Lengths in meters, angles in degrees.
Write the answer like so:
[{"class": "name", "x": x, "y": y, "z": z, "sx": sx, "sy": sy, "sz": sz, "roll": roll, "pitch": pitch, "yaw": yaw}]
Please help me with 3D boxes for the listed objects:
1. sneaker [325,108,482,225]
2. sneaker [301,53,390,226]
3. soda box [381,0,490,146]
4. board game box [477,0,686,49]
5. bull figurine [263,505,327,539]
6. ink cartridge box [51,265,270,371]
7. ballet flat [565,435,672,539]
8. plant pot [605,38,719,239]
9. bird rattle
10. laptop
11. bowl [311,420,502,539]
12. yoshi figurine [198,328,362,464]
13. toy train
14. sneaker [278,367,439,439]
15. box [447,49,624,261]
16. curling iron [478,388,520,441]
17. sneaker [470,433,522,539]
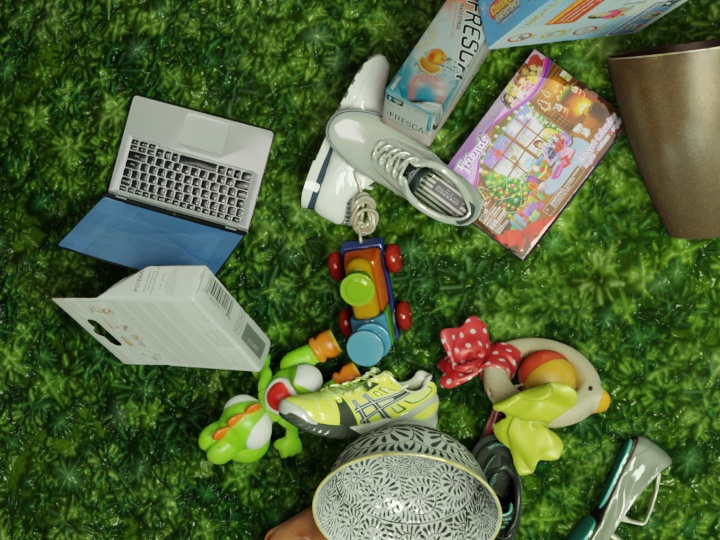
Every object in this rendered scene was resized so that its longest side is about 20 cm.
[{"class": "sneaker", "x": 0.050, "y": -0.118, "z": 1.332, "sx": 0.199, "sy": 0.071, "sz": 0.073, "roll": 30, "pitch": 95, "yaw": 2}, {"class": "sneaker", "x": -0.001, "y": -0.152, "z": 1.400, "sx": 0.080, "sy": 0.076, "sz": 0.201, "roll": 23, "pitch": 99, "yaw": 1}, {"class": "soda box", "x": 0.099, "y": -0.239, "z": 1.339, "sx": 0.063, "sy": 0.068, "sz": 0.200, "roll": 27, "pitch": 65, "yaw": 10}, {"class": "board game box", "x": 0.252, "y": -0.297, "z": 1.254, "sx": 0.195, "sy": 0.200, "sz": 0.056, "roll": -10, "pitch": 85, "yaw": -20}, {"class": "bull figurine", "x": -0.012, "y": 0.296, "z": 1.384, "sx": 0.199, "sy": 0.065, "sz": 0.122, "roll": -32, "pitch": 81, "yaw": 6}, {"class": "ink cartridge box", "x": -0.225, "y": 0.055, "z": 1.377, "sx": 0.199, "sy": 0.163, "sz": 0.057, "roll": 4, "pitch": 59, "yaw": 30}, {"class": "ballet flat", "x": 0.279, "y": 0.280, "z": 1.334, "sx": 0.063, "sy": 0.067, "sz": 0.201, "roll": 30, "pitch": 94, "yaw": 3}, {"class": "plant pot", "x": 0.367, "y": -0.141, "z": 1.289, "sx": 0.186, "sy": 0.187, "sz": 0.201, "roll": -6, "pitch": 102, "yaw": 10}, {"class": "bird rattle", "x": 0.181, "y": 0.126, "z": 1.329, "sx": 0.162, "sy": 0.200, "sz": 0.113, "roll": -8, "pitch": 120, "yaw": -22}, {"class": "laptop", "x": -0.224, "y": -0.097, "z": 1.409, "sx": 0.186, "sy": 0.116, "sz": 0.201, "roll": 16, "pitch": 91, "yaw": 10}, {"class": "bowl", "x": 0.052, "y": 0.224, "z": 1.290, "sx": 0.199, "sy": 0.094, "sz": 0.201, "roll": 3, "pitch": 133, "yaw": 4}, {"class": "yoshi figurine", "x": -0.096, "y": 0.158, "z": 1.405, "sx": 0.199, "sy": 0.112, "sz": 0.112, "roll": -33, "pitch": 124, "yaw": -6}, {"class": "toy train", "x": 0.000, "y": 0.000, "z": 1.344, "sx": 0.084, "sy": 0.116, "sz": 0.201, "roll": -8, "pitch": 107, "yaw": 9}, {"class": "sneaker", "x": -0.002, "y": 0.145, "z": 1.346, "sx": 0.199, "sy": 0.075, "sz": 0.077, "roll": 4, "pitch": 98, "yaw": -32}, {"class": "box", "x": 0.193, "y": -0.130, "z": 1.374, "sx": 0.137, "sy": 0.039, "sz": 0.200, "roll": 37, "pitch": 95, "yaw": 10}, {"class": "curling iron", "x": 0.143, "y": 0.227, "z": 1.379, "sx": 0.049, "sy": 0.026, "sz": 0.201, "roll": 28, "pitch": 94, "yaw": 13}, {"class": "sneaker", "x": 0.137, "y": 0.285, "z": 1.338, "sx": 0.075, "sy": 0.079, "sz": 0.201, "roll": 5, "pitch": 101, "yaw": -5}]
